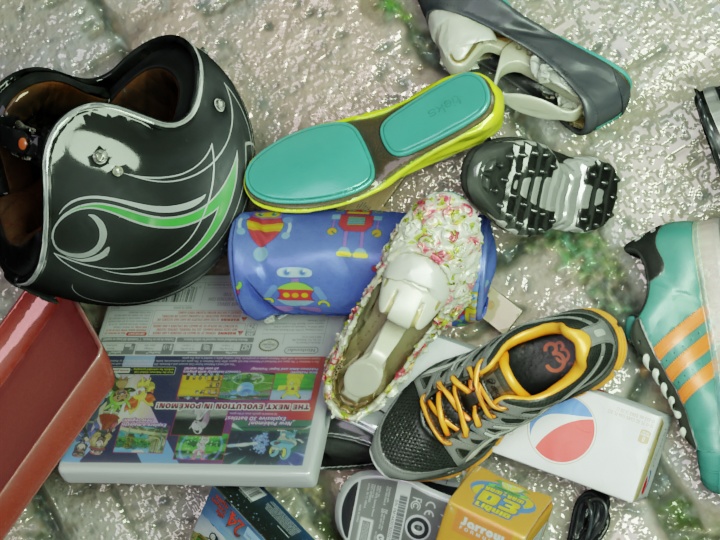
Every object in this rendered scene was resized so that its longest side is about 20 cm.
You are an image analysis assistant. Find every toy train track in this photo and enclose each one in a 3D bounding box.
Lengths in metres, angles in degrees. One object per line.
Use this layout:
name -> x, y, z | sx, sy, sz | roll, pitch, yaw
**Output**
toy train track -> 0.037, -0.020, 1.518 | 0.200, 0.033, 0.115 | 37, 93, 8

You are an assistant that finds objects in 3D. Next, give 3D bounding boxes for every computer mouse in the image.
computer mouse -> 0.080, 0.191, 1.482 | 0.200, 0.044, 0.110 | 15, 103, 14

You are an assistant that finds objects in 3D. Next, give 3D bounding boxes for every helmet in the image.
helmet -> -0.173, -0.074, 1.499 | 0.200, 0.190, 0.200 | 20, 113, 58

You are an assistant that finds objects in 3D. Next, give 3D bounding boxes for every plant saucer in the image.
plant saucer -> -0.262, 0.108, 1.536 | 0.037, 0.200, 0.200 | 33, 97, -29

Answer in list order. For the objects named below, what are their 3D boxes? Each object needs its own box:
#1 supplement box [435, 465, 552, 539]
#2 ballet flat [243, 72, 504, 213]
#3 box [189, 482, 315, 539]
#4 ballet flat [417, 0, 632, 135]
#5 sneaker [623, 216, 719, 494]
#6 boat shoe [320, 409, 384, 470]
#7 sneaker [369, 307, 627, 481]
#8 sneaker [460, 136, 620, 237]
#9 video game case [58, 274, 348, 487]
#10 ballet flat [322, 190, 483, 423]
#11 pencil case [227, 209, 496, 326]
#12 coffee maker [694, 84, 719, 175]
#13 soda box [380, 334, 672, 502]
supplement box -> 0.075, 0.244, 1.432 | 0.066, 0.069, 0.200 | 22, 114, 17
ballet flat -> 0.014, -0.085, 1.470 | 0.200, 0.067, 0.067 | -22, 71, 7
box -> -0.052, 0.263, 1.468 | 0.200, 0.038, 0.137 | 43, 129, 24
ballet flat -> 0.105, -0.162, 1.483 | 0.200, 0.073, 0.073 | 33, 95, 13
sneaker -> 0.234, 0.065, 1.438 | 0.080, 0.071, 0.200 | -9, 78, 18
boat shoe -> -0.068, 0.130, 1.503 | 0.200, 0.070, 0.066 | 9, 52, 19
sneaker -> 0.089, 0.084, 1.405 | 0.200, 0.077, 0.078 | -33, 79, 12
sneaker -> 0.106, -0.062, 1.422 | 0.090, 0.200, 0.067 | 14, 96, 30
video game case -> -0.112, 0.080, 1.505 | 0.200, 0.023, 0.182 | 0, 52, 17
ballet flat -> 0.028, 0.035, 1.396 | 0.076, 0.064, 0.200 | 27, 127, 3
pencil case -> 0.000, 0.000, 1.466 | 0.200, 0.078, 0.087 | 1, 115, 7
coffee maker -> 0.353, -0.075, 1.378 | 0.200, 0.135, 0.192 | -25, 80, 13
soda box -> 0.122, 0.105, 1.467 | 0.200, 0.064, 0.068 | 19, 91, 16
